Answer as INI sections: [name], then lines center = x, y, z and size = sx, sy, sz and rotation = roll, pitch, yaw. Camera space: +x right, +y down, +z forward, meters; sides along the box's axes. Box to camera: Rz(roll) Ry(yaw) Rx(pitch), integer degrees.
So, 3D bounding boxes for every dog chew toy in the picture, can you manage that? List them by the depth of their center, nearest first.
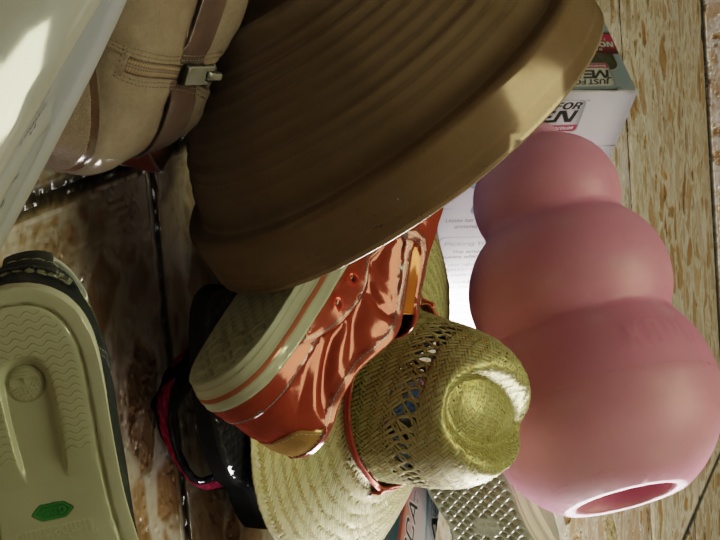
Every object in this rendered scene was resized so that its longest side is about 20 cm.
[dog chew toy]
center = 0.111, 0.020, 1.116
size = 0.125, 0.124, 0.202
rotation = 38, 37, -69

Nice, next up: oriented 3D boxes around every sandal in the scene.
[sandal]
center = -0.067, 0.069, 0.997
size = 0.200, 0.045, 0.076
rotation = 81, 19, -64

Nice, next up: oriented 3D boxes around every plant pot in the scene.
[plant pot]
center = -0.004, -0.089, 0.912
size = 0.093, 0.200, 0.201
rotation = 54, 29, -19

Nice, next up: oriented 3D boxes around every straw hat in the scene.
[straw hat]
center = 0.033, 0.062, 1.018
size = 0.201, 0.084, 0.203
rotation = -31, 126, -56

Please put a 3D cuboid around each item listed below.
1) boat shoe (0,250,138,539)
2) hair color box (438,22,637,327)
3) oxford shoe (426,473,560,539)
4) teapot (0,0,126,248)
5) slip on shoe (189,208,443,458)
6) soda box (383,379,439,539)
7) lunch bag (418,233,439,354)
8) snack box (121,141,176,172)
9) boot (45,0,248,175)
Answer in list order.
[boat shoe]
center = -0.112, 0.093, 0.784
size = 0.068, 0.071, 0.202
rotation = -121, -152, -71
[hair color box]
center = 0.073, -0.048, 1.224
size = 0.201, 0.098, 0.061
rotation = 108, -28, -46
[oxford shoe]
center = 0.080, 0.140, 1.209
size = 0.058, 0.075, 0.201
rotation = -72, 151, -44
[teapot]
center = -0.154, -0.044, 0.535
size = 0.199, 0.145, 0.200
rotation = -62, -173, -2
[slip on shoe]
center = 0.000, 0.000, 0.934
size = 0.061, 0.074, 0.200
rotation = 49, 52, -19
[soda box]
center = 0.001, 0.155, 1.171
size = 0.069, 0.063, 0.201
rotation = 67, 27, -51
[lunch bag]
center = -0.015, -0.047, 1.112
size = 0.161, 0.082, 0.202
rotation = 4, 83, -71
[snack box]
center = -0.107, -0.129, 0.875
size = 0.201, 0.024, 0.072
rotation = 68, 39, -51
[boot]
center = -0.088, -0.131, 0.805
size = 0.146, 0.070, 0.201
rotation = -3, 120, -58
